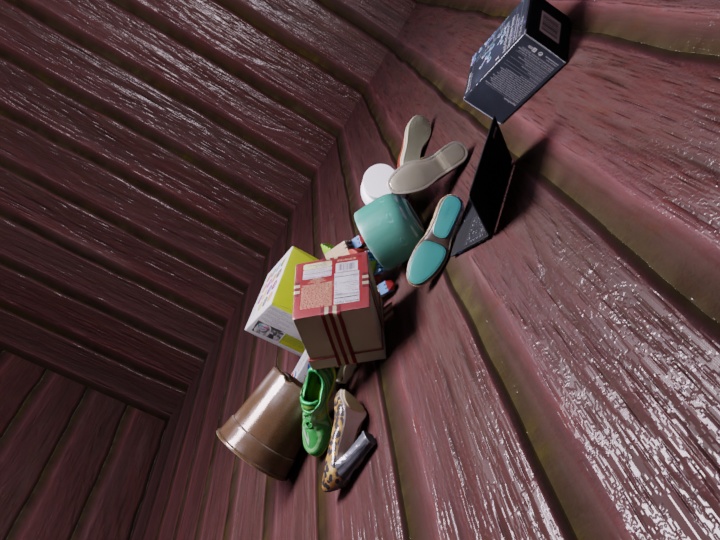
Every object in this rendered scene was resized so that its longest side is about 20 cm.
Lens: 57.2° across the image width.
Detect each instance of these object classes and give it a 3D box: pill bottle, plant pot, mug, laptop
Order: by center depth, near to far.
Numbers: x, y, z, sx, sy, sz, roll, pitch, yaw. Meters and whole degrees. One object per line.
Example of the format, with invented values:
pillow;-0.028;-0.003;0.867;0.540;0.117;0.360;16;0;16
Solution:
laptop;0.208;-0.148;1.225;0.200;0.103;0.178;-32;33;61
mug;0.073;-0.098;1.480;0.114;0.153;0.185;-31;16;13
plant pot;-0.197;0.346;1.539;0.199;0.200;0.200;-56;15;-7
pill bottle;0.060;-0.183;1.595;0.112;0.111;0.200;-63;-14;-7

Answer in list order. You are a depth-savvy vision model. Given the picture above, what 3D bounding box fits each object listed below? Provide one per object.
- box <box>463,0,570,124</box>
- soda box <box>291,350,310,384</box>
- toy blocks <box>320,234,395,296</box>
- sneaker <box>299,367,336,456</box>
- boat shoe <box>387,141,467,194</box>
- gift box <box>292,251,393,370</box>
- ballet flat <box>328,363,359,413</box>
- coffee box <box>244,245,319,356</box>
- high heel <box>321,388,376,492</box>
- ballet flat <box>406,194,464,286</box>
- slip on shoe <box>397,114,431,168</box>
box;0.318;-0.431;1.350;0.200;0.107;0.149;-43;25;51
soda box;-0.129;0.261;1.666;0.201;0.068;0.064;-61;16;5
toy blocks;0.000;0.000;1.534;0.136;0.100;0.201;-32;73;39
sneaker;-0.102;0.294;1.405;0.074;0.083;0.202;2;87;29
boat shoe;0.148;-0.223;1.488;0.199;0.072;0.060;-30;-4;-8
gift box;-0.032;0.081;1.381;0.201;0.183;0.188;-85;-16;-46
ballet flat;-0.056;0.252;1.468;0.201;0.070;0.071;-63;16;-4
coffee box;-0.169;0.092;1.836;0.198;0.199;0.201;-41;26;50
high heel;-0.048;0.325;1.283;0.143;0.071;0.200;-52;26;10
ballet flat;0.156;-0.056;1.336;0.201;0.070;0.065;-61;-13;0
slip on shoe;0.144;-0.347;1.836;0.061;0.074;0.201;-37;34;63
